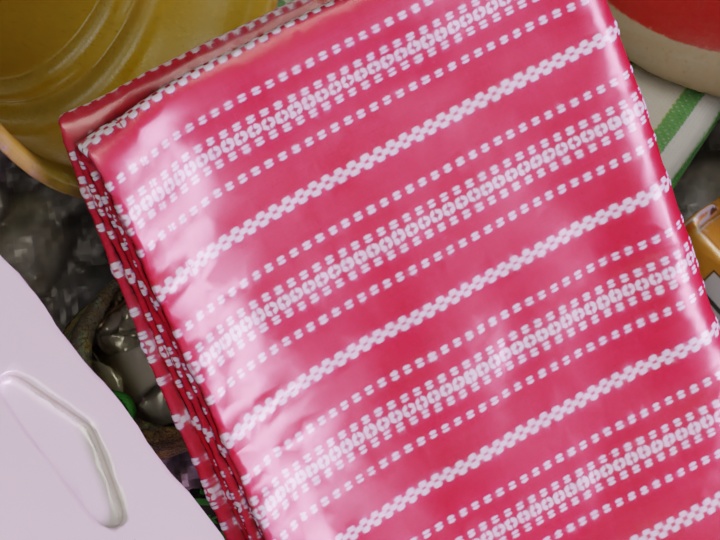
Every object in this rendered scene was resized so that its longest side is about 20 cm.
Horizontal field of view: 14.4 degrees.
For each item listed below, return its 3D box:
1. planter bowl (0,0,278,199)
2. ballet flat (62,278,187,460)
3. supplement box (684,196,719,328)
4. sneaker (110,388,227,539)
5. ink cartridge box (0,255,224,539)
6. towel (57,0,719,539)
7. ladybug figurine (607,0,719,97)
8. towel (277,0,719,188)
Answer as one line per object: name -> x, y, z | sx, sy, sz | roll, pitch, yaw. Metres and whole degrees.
planter bowl -> -0.095, -0.120, 0.720 | 0.083, 0.200, 0.202 | 4, 80, 27
ballet flat -> 0.000, 0.000, 0.839 | 0.199, 0.071, 0.071 | -25, 82, -6
supplement box -> 0.154, 0.066, 0.790 | 0.200, 0.069, 0.066 | 51, 39, 7
sneaker -> -0.103, 0.069, 0.804 | 0.199, 0.078, 0.085 | 21, 67, 27
ink cartridge box -> -0.131, 0.093, 0.704 | 0.145, 0.200, 0.084 | 52, 46, 1
towel -> 0.023, 0.021, 0.724 | 0.144, 0.022, 0.201 | -27, 113, -11
ladybug figurine -> 0.143, -0.122, 0.835 | 0.199, 0.072, 0.136 | -25, 74, -25
towel -> 0.016, -0.088, 0.843 | 0.199, 0.023, 0.153 | 33, 54, 8
